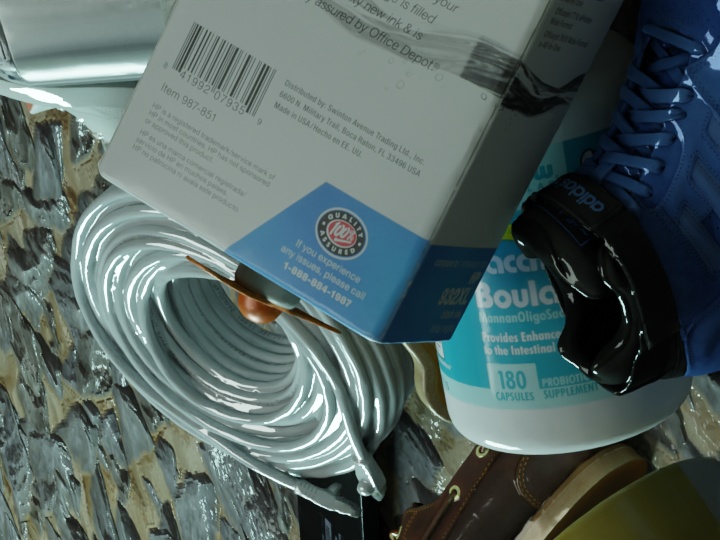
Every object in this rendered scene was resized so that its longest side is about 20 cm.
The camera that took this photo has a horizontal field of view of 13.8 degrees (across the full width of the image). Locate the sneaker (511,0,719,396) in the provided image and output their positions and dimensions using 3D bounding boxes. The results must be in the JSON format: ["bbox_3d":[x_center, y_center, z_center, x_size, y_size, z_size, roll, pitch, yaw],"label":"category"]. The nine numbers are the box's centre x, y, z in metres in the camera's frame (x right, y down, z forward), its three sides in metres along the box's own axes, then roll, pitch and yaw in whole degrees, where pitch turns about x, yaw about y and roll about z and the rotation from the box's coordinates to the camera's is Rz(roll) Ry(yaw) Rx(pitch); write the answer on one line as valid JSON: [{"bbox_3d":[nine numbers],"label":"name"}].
[{"bbox_3d":[0.115,-0.045,1.178,0.077,0.111,0.201,38,140,53],"label":"sneaker"}]

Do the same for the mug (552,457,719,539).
[{"bbox_3d":[0.130,0.191,1.248,0.153,0.186,0.150,50,140,24],"label":"mug"}]

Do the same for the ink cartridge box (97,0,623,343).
[{"bbox_3d":[0.009,-0.092,1.185,0.145,0.084,0.201,31,101,22],"label":"ink cartridge box"}]

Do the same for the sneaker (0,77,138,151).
[{"bbox_3d":[-0.146,-0.088,1.599,0.116,0.199,0.074,103,-178,-56],"label":"sneaker"}]

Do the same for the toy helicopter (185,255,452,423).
[{"bbox_3d":[0.000,0.000,1.451,0.200,0.132,0.079,54,171,-18],"label":"toy helicopter"}]

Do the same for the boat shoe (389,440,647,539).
[{"bbox_3d":[0.050,0.135,1.411,0.200,0.070,0.070,-48,66,14],"label":"boat shoe"}]

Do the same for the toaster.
[{"bbox_3d":[-0.124,-0.170,1.474,0.128,0.114,0.201,-5,109,22],"label":"toaster"}]

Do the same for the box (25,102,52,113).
[{"bbox_3d":[-0.149,-0.206,1.662,0.153,0.106,0.200,65,156,16],"label":"box"}]

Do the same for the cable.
[{"bbox_3d":[-0.059,0.021,1.572,0.199,0.069,0.201,24,141,21],"label":"cable"}]

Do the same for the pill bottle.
[{"bbox_3d":[0.076,-0.031,1.275,0.111,0.110,0.201,23,128,61],"label":"pill bottle"}]

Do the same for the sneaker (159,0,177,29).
[{"bbox_3d":[-0.060,-0.123,1.293,0.092,0.075,0.201,33,120,38],"label":"sneaker"}]

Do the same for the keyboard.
[{"bbox_3d":[0.002,0.166,1.694,0.127,0.021,0.201,45,150,40],"label":"keyboard"}]
